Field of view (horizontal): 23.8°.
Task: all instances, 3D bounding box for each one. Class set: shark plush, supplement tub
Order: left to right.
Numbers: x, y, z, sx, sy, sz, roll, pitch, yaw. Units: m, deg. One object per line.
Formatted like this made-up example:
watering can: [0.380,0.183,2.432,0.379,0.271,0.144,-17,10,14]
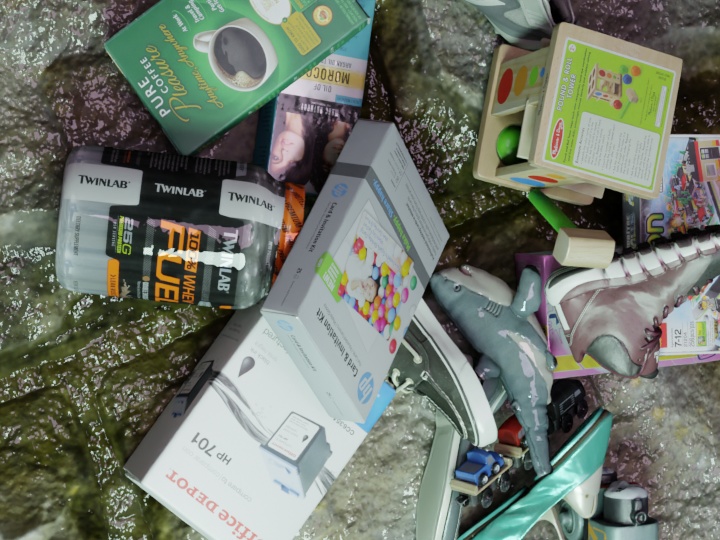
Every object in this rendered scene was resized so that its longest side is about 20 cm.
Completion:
supplement tub: [-0.148,-0.034,1.418,0.197,0.123,0.124,6,91,-4]
shark plush: [0.127,0.090,1.545,0.082,0.091,0.202,-13,87,-26]

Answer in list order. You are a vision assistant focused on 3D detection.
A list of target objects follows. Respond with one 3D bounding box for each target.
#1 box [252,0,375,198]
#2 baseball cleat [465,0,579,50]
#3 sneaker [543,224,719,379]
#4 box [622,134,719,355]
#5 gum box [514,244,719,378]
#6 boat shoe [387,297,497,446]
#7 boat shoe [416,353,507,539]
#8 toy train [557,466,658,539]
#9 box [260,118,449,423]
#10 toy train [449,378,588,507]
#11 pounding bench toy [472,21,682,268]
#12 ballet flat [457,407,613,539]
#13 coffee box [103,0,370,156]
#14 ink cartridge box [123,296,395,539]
box: [-0.041,-0.167,1.509,0.081,0.049,0.203,7,90,-20]
baseball cleat: [0.113,-0.273,1.529,0.199,0.106,0.070,29,70,-23]
sneaker: [0.270,0.032,1.512,0.198,0.076,0.117,-16,95,13]
box: [0.297,-0.024,1.576,0.109,0.035,0.203,-2,91,-20]
gum box: [0.250,0.034,1.614,0.198,0.066,0.115,-5,94,-20]
boat shoe: [0.048,0.080,1.514,0.063,0.071,0.201,-28,67,-15]
boat shoe: [0.097,0.180,1.565,0.061,0.073,0.203,12,84,-16]
toy train: [0.239,0.289,1.599,0.084,0.114,0.203,-1,93,-20]
box: [0.000,0.000,1.428,0.201,0.041,0.156,-63,144,-28]
toy train: [0.147,0.154,1.560,0.199,0.034,0.046,-35,123,-41]
pounding bench toy: [0.181,-0.099,1.531,0.123,0.156,0.203,13,84,-19]
ballet flat: [0.175,0.214,1.569,0.200,0.067,0.070,-45,83,14]
coffee box: [-0.105,-0.201,1.452,0.199,0.044,0.123,-38,91,0]
ink cartridge box: [-0.088,0.140,1.490,0.146,0.086,0.201,39,78,-17]
